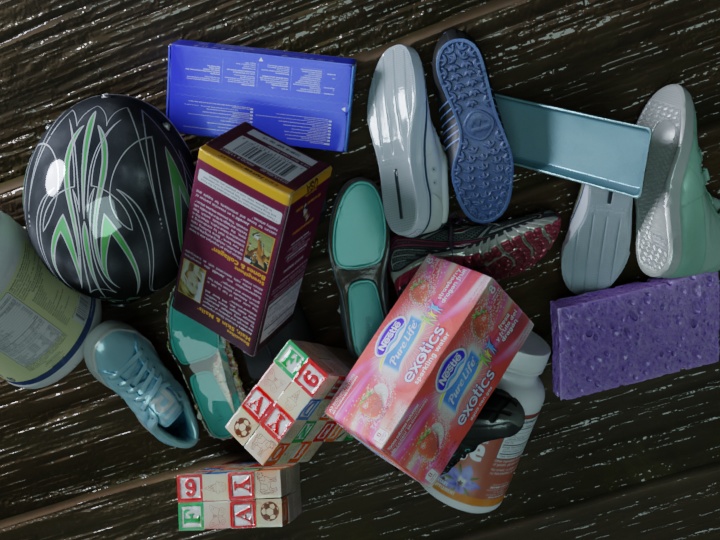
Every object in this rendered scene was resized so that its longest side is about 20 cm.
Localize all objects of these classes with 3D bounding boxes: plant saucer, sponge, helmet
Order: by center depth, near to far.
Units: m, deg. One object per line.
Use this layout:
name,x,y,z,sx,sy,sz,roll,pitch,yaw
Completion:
plant saucer,0.209,-0.132,1.055,0.199,0.019,0.071,22,116,40
helmet,-0.257,-0.073,1.070,0.197,0.191,0.203,-1,71,3
sponge,0.306,0.069,1.143,0.197,0.030,0.113,-12,111,-11

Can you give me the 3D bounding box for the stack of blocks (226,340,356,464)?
stack of blocks,-0.050,0.146,1.124,0.058,0.200,0.116,39,98,22

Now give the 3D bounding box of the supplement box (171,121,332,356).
supplement box,-0.114,-0.031,1.049,0.109,0.086,0.202,28,126,16

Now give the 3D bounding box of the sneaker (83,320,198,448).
sneaker,-0.236,0.133,1.167,0.074,0.081,0.201,-51,140,-19

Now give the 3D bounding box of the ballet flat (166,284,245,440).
ballet flat,-0.179,0.100,1.198,0.074,0.064,0.203,-9,106,6

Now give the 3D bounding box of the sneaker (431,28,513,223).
sneaker,0.119,-0.154,1.085,0.069,0.078,0.203,-9,112,6

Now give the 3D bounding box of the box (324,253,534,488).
box,0.070,0.098,1.040,0.095,0.102,0.201,43,78,-39

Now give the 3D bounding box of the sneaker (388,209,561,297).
sneaker,0.125,-0.032,1.131,0.197,0.075,0.081,-16,150,-2

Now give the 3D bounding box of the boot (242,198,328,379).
boot,-0.083,0.020,1.147,0.163,0.065,0.203,-4,108,35

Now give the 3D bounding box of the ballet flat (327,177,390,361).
ballet flat,0.000,0.000,1.125,0.072,0.073,0.203,-4,95,5

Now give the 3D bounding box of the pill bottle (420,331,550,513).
pill bottle,0.143,0.164,1.174,0.111,0.112,0.202,17,109,-3

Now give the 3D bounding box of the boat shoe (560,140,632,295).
boat shoe,0.264,-0.063,1.110,0.071,0.062,0.202,13,127,9

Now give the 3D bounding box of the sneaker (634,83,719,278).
sneaker,0.353,-0.093,1.106,0.117,0.073,0.204,2,91,-34

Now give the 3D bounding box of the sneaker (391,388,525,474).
sneaker,0.095,0.175,1.109,0.198,0.075,0.080,-10,107,40

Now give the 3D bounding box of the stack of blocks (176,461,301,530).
stack of blocks,-0.126,0.253,1.173,0.113,0.200,0.060,-4,83,6

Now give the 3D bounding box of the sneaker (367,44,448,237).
sneaker,0.055,-0.137,1.100,0.072,0.070,0.203,-1,92,41

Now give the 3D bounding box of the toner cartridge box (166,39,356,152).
toner cartridge box,-0.106,-0.188,1.104,0.197,0.043,0.096,7,111,2

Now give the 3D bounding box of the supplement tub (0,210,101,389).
supplement tub,-0.391,0.024,1.103,0.144,0.146,0.200,-28,139,12
